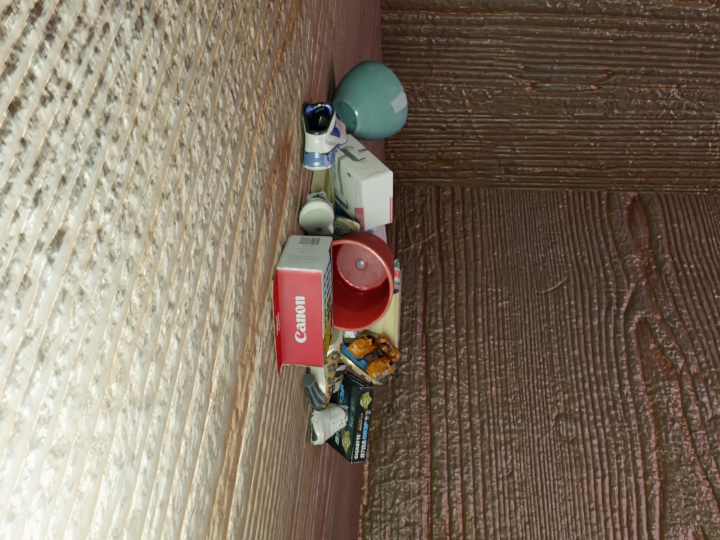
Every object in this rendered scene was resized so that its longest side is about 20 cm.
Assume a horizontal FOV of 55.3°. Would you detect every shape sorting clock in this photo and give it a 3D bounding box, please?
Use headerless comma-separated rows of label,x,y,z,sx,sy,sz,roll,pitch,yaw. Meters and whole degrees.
shape sorting clock,-0.023,0.220,1.722,0.039,0.200,0.200,-51,171,-3

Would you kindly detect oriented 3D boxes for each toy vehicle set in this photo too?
toy vehicle set,-0.085,-0.163,1.598,0.201,0.026,0.125,86,8,-52

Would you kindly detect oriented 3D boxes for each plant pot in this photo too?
plant pot,0.002,-0.413,1.748,0.135,0.199,0.201,-37,141,-36
plant pot,-0.010,0.007,1.497,0.177,0.199,0.202,-58,150,-68

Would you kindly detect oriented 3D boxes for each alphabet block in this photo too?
alphabet block,0.014,0.109,1.896,0.195,0.195,0.202,-59,151,-77

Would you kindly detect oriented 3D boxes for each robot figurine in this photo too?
robot figurine,0.042,0.204,1.676,0.145,0.058,0.200,49,15,11

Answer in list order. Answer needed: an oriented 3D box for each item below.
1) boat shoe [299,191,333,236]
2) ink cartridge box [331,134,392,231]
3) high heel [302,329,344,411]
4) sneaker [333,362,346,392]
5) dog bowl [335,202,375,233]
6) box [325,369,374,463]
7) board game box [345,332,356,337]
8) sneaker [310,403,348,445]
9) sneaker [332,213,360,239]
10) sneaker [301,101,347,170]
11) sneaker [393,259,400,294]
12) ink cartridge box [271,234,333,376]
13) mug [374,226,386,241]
boat shoe,-0.090,-0.122,1.402,0.201,0.069,0.072,87,-5,-79
ink cartridge box,-0.008,-0.210,1.627,0.200,0.084,0.146,51,-28,43
high heel,-0.075,0.215,1.568,0.143,0.071,0.201,76,32,-51
sneaker,-0.071,0.266,1.697,0.200,0.073,0.081,59,35,-80
dog bowl,-0.023,-0.161,1.745,0.050,0.111,0.201,47,23,-48
box,-0.032,0.375,1.787,0.159,0.046,0.202,20,-75,58
board game box,-0.049,0.103,1.689,0.200,0.104,0.104,-4,97,-84
sneaker,-0.075,0.364,1.660,0.200,0.080,0.076,-55,149,-78
sneaker,-0.045,-0.067,1.611,0.200,0.076,0.089,68,41,-66
sneaker,-0.071,-0.299,1.398,0.200,0.080,0.116,-78,171,-53
sneaker,0.000,0.000,1.647,0.070,0.198,0.094,81,17,-74
ink cartridge box,-0.099,0.065,1.224,0.176,0.083,0.201,-78,170,-61
mug,-0.016,-0.109,1.897,0.200,0.147,0.177,156,-68,-62
